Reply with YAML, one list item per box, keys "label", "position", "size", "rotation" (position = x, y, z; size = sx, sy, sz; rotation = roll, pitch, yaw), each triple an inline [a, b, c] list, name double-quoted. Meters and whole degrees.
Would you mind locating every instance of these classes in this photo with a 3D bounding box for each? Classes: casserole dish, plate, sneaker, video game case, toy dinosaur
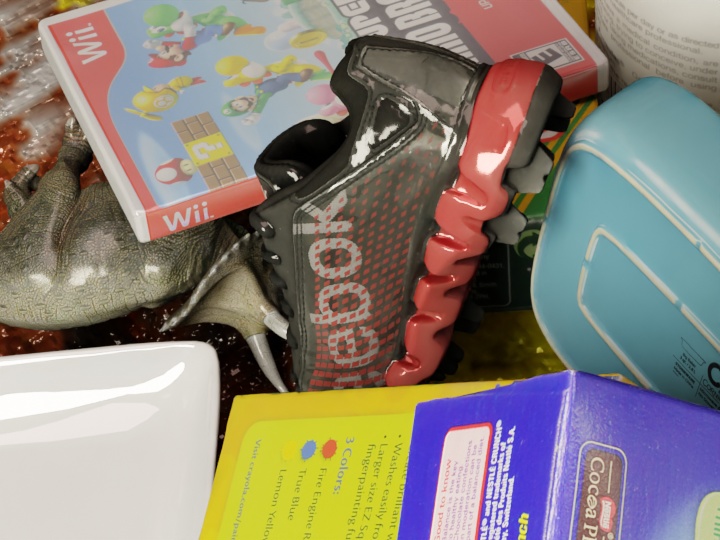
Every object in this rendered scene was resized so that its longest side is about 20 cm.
- label: "casserole dish"
  position: [0.116, 0.023, 0.695]
  size: [0.039, 0.122, 0.200]
  rotation: [-15, 45, -28]
- label: "plate"
  position: [-0.147, 0.121, 0.749]
  size: [0.198, 0.032, 0.201]
  rotation: [-5, 53, 3]
- label: "sneaker"
  position: [0.000, 0.000, 0.751]
  size: [0.097, 0.202, 0.071]
  rotation: [24, 32, 3]
- label: "video game case"
  position: [-0.018, -0.088, 0.848]
  size: [0.198, 0.018, 0.143]
  rotation: [-19, 43, -13]
- label: "toy dinosaur"
  position: [-0.110, -0.012, 0.848]
  size: [0.198, 0.077, 0.103]
  rotation: [1, 44, 4]

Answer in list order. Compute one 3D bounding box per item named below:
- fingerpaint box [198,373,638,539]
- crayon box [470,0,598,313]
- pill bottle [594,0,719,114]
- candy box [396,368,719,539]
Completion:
- label: "fingerpaint box"
  position: [0.016, 0.140, 0.628]
  size: [0.166, 0.073, 0.202]
  rotation: [-7, 61, 44]
- label: "crayon box"
  position: [0.036, -0.066, 0.868]
  size: [0.126, 0.051, 0.201]
  rotation: [-3, 41, 3]
- label: "pill bottle"
  position: [0.149, -0.124, 0.822]
  size: [0.113, 0.201, 0.115]
  rotation: [-3, 52, 4]
- label: "candy box"
  position: [0.100, 0.132, 0.531]
  size: [0.199, 0.077, 0.171]
  rotation: [17, 73, -28]
